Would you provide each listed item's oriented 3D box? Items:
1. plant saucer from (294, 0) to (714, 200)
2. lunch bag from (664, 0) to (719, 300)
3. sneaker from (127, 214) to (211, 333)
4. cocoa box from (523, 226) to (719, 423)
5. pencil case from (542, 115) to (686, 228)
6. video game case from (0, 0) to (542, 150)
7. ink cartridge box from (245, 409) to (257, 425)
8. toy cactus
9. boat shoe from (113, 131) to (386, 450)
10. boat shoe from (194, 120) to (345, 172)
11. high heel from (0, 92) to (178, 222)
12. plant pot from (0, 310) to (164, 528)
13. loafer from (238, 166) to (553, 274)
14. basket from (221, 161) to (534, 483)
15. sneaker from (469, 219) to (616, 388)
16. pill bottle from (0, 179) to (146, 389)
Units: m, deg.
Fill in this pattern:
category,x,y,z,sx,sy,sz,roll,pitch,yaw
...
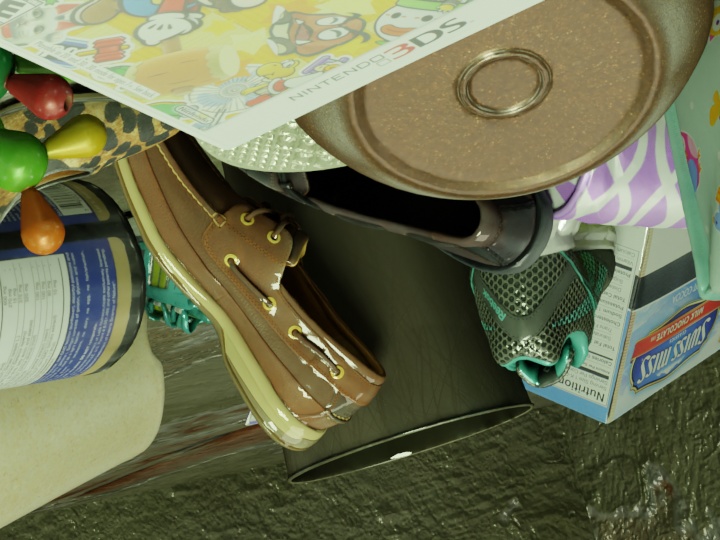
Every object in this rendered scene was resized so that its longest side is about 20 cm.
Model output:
category,x,y,z,sx,sy,sz,roll,pitch,yaw
plant saucer,0.061,-0.093,1.279,0.199,0.037,0.201,-5,138,-4
lunch bag,0.221,-0.101,1.317,0.121,0.201,0.170,1,164,-28
sneaker,-0.120,0.002,1.810,0.199,0.080,0.077,-18,172,20
cocoa box,0.149,-0.016,1.722,0.133,0.132,0.200,22,-153,27
pencil case,0.173,-0.063,1.445,0.199,0.084,0.085,3,-162,-23
video game case,-0.038,-0.114,1.148,0.181,0.023,0.200,-24,155,26
ink cartridge box,0.020,-0.006,1.788,0.198,0.043,0.201,-8,131,-46
toy cactus,-0.203,-0.060,1.217,0.199,0.103,0.165,-10,165,23
boat shoe,-0.057,-0.008,1.485,0.067,0.201,0.072,-31,-176,19
boat shoe,0.012,-0.104,1.334,0.199,0.062,0.075,-25,135,19
high heel,-0.168,-0.005,1.423,0.199,0.143,0.071,-15,172,-7
plant pot,-0.225,0.071,1.723,0.183,0.201,0.200,-19,175,-35
loafer,0.000,-0.056,1.420,0.199,0.072,0.063,24,-172,26
basket,0.000,0.000,1.587,0.135,0.201,0.180,-14,173,-18
sneaker,0.093,0.016,1.523,0.077,0.092,0.200,-4,176,15
pill bottle,-0.222,0.012,1.560,0.199,0.112,0.112,-8,169,-44
